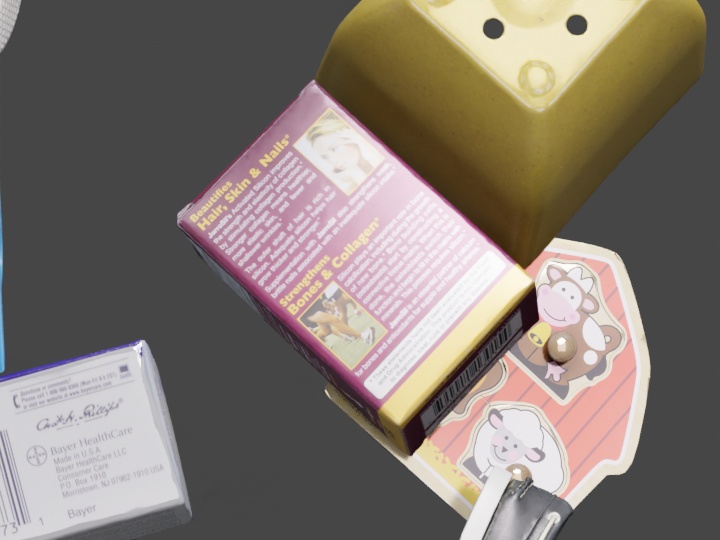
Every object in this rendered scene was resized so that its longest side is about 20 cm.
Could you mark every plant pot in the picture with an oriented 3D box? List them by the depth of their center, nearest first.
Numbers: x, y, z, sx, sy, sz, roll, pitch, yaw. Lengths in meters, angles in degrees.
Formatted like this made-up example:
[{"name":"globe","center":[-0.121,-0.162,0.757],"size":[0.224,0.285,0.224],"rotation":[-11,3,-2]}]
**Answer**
[{"name":"plant pot","center":[0.100,-0.150,1.585],"size":[0.194,0.200,0.196],"rotation":[42,82,7]}]

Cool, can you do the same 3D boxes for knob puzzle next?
[{"name":"knob puzzle","center":[0.105,0.062,1.649],"size":[0.218,0.030,0.222],"rotation":[0,82,-2]}]

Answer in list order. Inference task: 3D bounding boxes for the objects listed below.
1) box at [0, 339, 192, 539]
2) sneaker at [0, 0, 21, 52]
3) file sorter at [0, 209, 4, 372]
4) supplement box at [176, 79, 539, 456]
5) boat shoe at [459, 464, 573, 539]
[{"name":"box","center":[-0.203,0.125,1.539],"size":[0.182,0.200,0.106],"rotation":[-15,82,-5]},{"name":"sneaker","center":[-0.278,-0.236,1.654],"size":[0.113,0.073,0.202],"rotation":[0,72,1]},{"name":"file sorter","center":[-0.323,-0.026,1.572],"size":[0.198,0.123,0.140],"rotation":[0,123,-4]},{"name":"supplement box","center":[0.000,0.000,1.599],"size":[0.200,0.103,0.131],"rotation":[43,83,14]},{"name":"boat shoe","center":[0.068,0.219,1.511],"size":[0.060,0.076,0.201],"rotation":[23,82,6]}]
